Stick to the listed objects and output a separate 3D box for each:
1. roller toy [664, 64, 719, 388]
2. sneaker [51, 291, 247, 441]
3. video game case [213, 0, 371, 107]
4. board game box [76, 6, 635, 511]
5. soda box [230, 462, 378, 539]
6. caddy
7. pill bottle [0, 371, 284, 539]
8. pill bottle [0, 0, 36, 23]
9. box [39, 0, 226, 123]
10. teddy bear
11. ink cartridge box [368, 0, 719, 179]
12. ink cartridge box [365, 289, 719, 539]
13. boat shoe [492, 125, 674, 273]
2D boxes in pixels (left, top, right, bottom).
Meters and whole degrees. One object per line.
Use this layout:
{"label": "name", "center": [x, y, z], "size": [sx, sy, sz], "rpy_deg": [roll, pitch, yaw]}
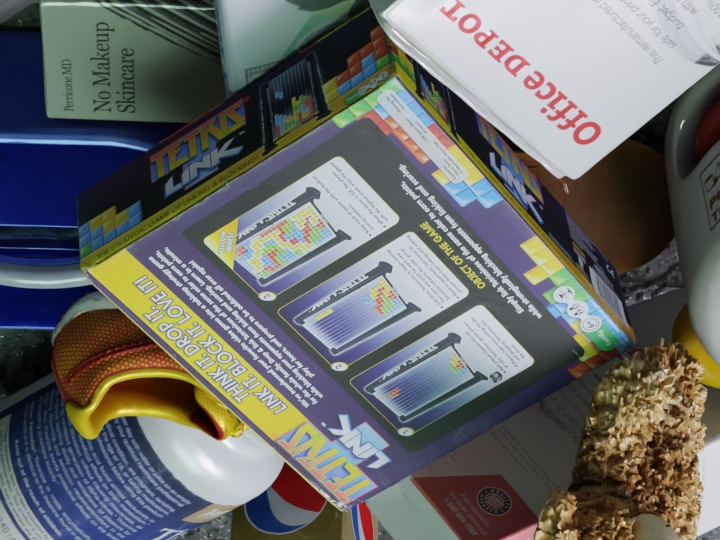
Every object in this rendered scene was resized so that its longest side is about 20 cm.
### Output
{"label": "roller toy", "center": [0.237, -0.026, 1.258], "size": [0.199, 0.140, 0.183], "rpy_deg": [-10, 140, 8]}
{"label": "sneaker", "center": [-0.047, 0.046, 1.282], "size": [0.199, 0.078, 0.073], "rpy_deg": [-9, 151, -7]}
{"label": "video game case", "center": [0.033, -0.148, 1.109], "size": [0.199, 0.022, 0.183], "rpy_deg": [-15, 138, -9]}
{"label": "board game box", "center": [0.000, 0.000, 1.172], "size": [0.165, 0.057, 0.200], "rpy_deg": [-30, 129, 18]}
{"label": "soda box", "center": [-0.031, 0.168, 1.449], "size": [0.067, 0.201, 0.064], "rpy_deg": [-10, 139, 14]}
{"label": "caddy", "center": [-0.151, -0.033, 1.289], "size": [0.199, 0.105, 0.142], "rpy_deg": [1, 141, -1]}
{"label": "pill bottle", "center": [-0.109, 0.086, 1.424], "size": [0.199, 0.111, 0.111], "rpy_deg": [-29, 131, 31]}
{"label": "pill bottle", "center": [-0.156, -0.167, 1.130], "size": [0.199, 0.111, 0.111], "rpy_deg": [-25, 133, 28]}
{"label": "box", "center": [-0.045, -0.115, 1.221], "size": [0.199, 0.069, 0.082], "rpy_deg": [1, 140, -1]}
{"label": "teddy bear", "center": [0.130, 0.107, 1.211], "size": [0.066, 0.200, 0.146], "rpy_deg": [12, 97, 15]}
{"label": "ink cartridge box", "center": [0.108, -0.151, 1.061], "size": [0.200, 0.083, 0.147], "rpy_deg": [-39, 137, 15]}
{"label": "ink cartridge box", "center": [0.114, 0.093, 1.362], "size": [0.199, 0.117, 0.068], "rpy_deg": [-22, 133, -20]}
{"label": "boat shoe", "center": [0.072, -0.039, 1.287], "size": [0.199, 0.071, 0.070], "rpy_deg": [4, -170, -44]}
